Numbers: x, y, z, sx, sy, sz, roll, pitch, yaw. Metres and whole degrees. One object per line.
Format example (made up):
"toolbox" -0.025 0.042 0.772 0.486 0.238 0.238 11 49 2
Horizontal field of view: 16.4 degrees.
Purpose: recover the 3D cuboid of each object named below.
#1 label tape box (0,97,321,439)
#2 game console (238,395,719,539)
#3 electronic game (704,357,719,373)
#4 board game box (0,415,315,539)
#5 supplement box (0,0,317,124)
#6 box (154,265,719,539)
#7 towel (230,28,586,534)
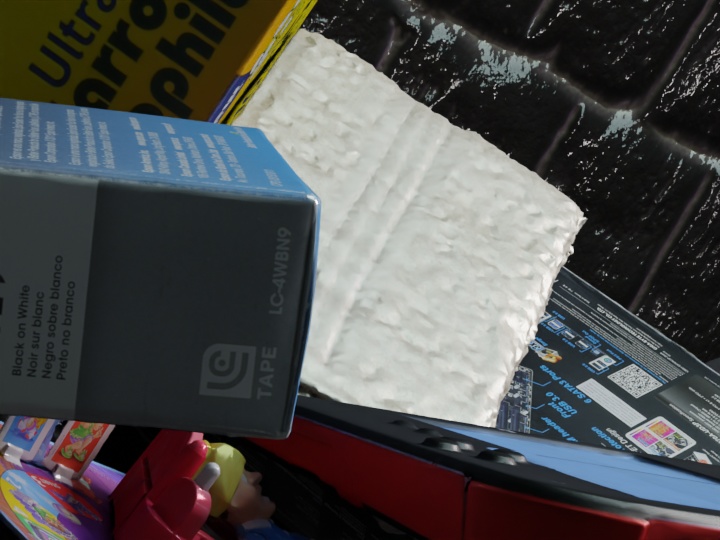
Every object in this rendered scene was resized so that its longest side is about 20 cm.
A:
"label tape box" -0.118 -0.010 0.638 0.198 0.067 0.143 4 9 -8
"game console" 0.082 0.066 0.707 0.199 0.031 0.177 12 5 -30
"electronic game" 0.203 0.139 1.215 0.041 0.201 0.200 -12 35 -34
"board game box" -0.027 0.080 0.699 0.158 0.039 0.200 39 4 34
"supplement box" -0.071 -0.114 0.893 0.109 0.109 0.200 35 17 -2
"box" 0.039 0.056 0.880 0.158 0.046 0.200 -24 47 -38
"towel" 0.000 0.000 0.852 0.132 0.035 0.200 33 36 -2
